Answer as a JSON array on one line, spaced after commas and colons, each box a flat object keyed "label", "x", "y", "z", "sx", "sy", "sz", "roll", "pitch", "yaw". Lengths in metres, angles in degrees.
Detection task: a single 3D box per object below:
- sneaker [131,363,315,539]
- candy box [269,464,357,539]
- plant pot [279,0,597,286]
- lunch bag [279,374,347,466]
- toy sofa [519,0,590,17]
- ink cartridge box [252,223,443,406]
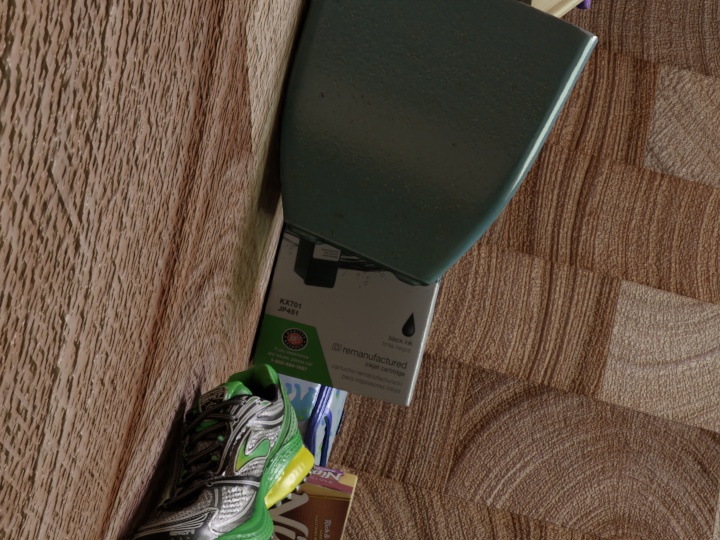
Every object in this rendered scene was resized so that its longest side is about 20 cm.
[{"label": "sneaker", "x": -0.090, "y": 0.119, "z": 0.734, "sx": 0.200, "sy": 0.077, "sz": 0.086, "roll": -54, "pitch": 128, "yaw": -70}, {"label": "candy box", "x": -0.082, "y": 0.290, "z": 1.223, "sx": 0.056, "sy": 0.115, "sz": 0.203, "roll": -64, "pitch": 169, "yaw": -77}, {"label": "plant pot", "x": 0.035, "y": -0.100, "z": 0.906, "sx": 0.196, "sy": 0.194, "sz": 0.202, "roll": 20, "pitch": 94, "yaw": -88}, {"label": "lunch bag", "x": -0.062, "y": 0.150, "z": 1.317, "sx": 0.201, "sy": 0.081, "sz": 0.162, "roll": 99, "pitch": 8, "yaw": -55}, {"label": "toy sofa", "x": 0.093, "y": -0.267, "z": 0.933, "sx": 0.082, "sy": 0.200, "sz": 0.098, "roll": -36, "pitch": 159, "yaw": -16}, {"label": "ink cartridge box", "x": 0.000, "y": 0.000, "z": 1.073, "sx": 0.083, "sy": 0.145, "sz": 0.203, "roll": -31, "pitch": 134, "yaw": -85}]
